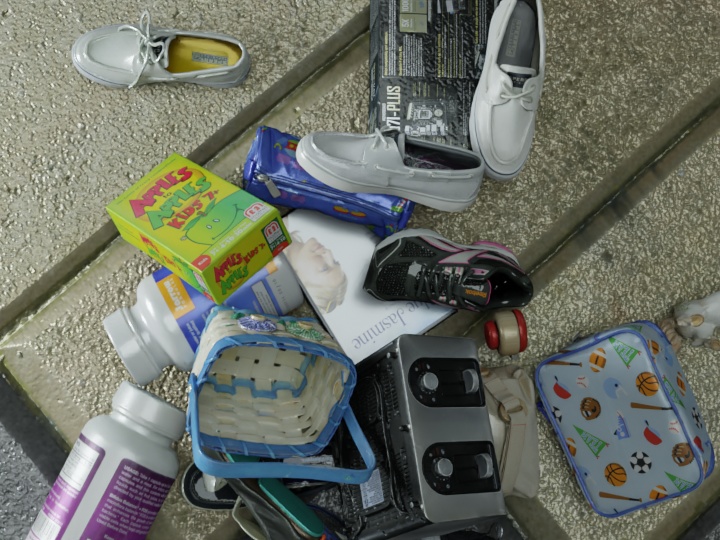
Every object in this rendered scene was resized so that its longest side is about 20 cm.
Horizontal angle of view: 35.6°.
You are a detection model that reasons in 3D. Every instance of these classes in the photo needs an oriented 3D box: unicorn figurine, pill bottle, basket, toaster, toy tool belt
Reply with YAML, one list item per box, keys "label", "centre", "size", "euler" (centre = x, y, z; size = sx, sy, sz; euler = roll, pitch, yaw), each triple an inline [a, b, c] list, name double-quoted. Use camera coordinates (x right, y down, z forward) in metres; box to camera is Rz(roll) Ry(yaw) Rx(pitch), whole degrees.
- label: "unicorn figurine"
  centre: [0.424, 0.046, 1.258]
  size: [0.196, 0.137, 0.075]
  euler: [-4, 94, 9]
- label: "pill bottle"
  centre: [-0.257, 0.223, 1.166]
  size: [0.111, 0.112, 0.203]
  euler: [27, 82, -2]
- label: "basket"
  centre: [-0.089, 0.128, 1.086]
  size: [0.173, 0.201, 0.141]
  euler: [8, 124, -25]
- label: "toaster"
  centre: [0.049, 0.179, 1.129]
  size: [0.117, 0.200, 0.184]
  euler: [2, 68, -29]
- label: "toy tool belt"
  centre: [0.124, 0.149, 1.204]
  size: [0.120, 0.125, 0.204]
  euler: [-6, 97, -6]
- label: "pill bottle"
  centre: [-0.169, 0.037, 1.194]
  size: [0.198, 0.112, 0.113]
  euler: [-31, 88, -9]

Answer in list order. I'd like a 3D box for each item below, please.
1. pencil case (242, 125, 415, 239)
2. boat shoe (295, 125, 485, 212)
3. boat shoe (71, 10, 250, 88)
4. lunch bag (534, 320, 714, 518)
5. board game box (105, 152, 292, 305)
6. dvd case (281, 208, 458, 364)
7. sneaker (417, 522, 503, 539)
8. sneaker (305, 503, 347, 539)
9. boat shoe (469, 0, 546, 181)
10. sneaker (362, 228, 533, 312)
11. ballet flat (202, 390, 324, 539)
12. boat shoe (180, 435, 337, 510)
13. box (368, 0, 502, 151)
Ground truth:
- label: "pencil case"
  centre: [-0.035, -0.092, 1.216]
  size: [0.196, 0.087, 0.079]
  euler: [17, 117, -5]
- label: "boat shoe"
  centre: [0.034, -0.115, 1.160]
  size: [0.196, 0.069, 0.073]
  euler: [18, 47, -4]
- label: "boat shoe"
  centre: [-0.220, -0.239, 1.231]
  size: [0.198, 0.086, 0.076]
  euler: [6, 83, -5]
- label: "lunch bag"
  centre: [0.282, 0.159, 1.222]
  size: [0.159, 0.075, 0.203]
  euler: [-27, 84, 33]
- label: "board game box"
  centre: [-0.171, -0.048, 1.162]
  size: [0.101, 0.199, 0.048]
  euler: [-41, 133, -19]
- label: "dvd case"
  centre: [0.000, 0.000, 1.262]
  size: [0.141, 0.018, 0.202]
  euler: [-32, 88, -9]
- label: "sneaker"
  centre: [0.127, 0.373, 1.206]
  size: [0.111, 0.076, 0.204]
  euler: [-8, 82, -4]
- label: "sneaker"
  centre: [-0.017, 0.314, 1.197]
  size: [0.198, 0.078, 0.076]
  euler: [33, 81, -2]
- label: "boat shoe"
  centre: [0.163, -0.199, 1.189]
  size: [0.071, 0.066, 0.204]
  euler: [12, 83, -5]
- label: "sneaker"
  centre: [0.102, 0.006, 1.201]
  size: [0.196, 0.086, 0.082]
  euler: [-4, 114, -24]
- label: "ballet flat"
  centre: [-0.121, 0.219, 1.152]
  size: [0.068, 0.068, 0.201]
  euler: [-43, 77, 17]
- label: "boat shoe"
  centre: [-0.098, 0.216, 1.209]
  size: [0.196, 0.062, 0.076]
  euler: [-7, 86, -5]
- label: "box"
  centre: [0.092, -0.223, 1.261]
  size: [0.160, 0.086, 0.204]
  euler: [0, 84, -7]
